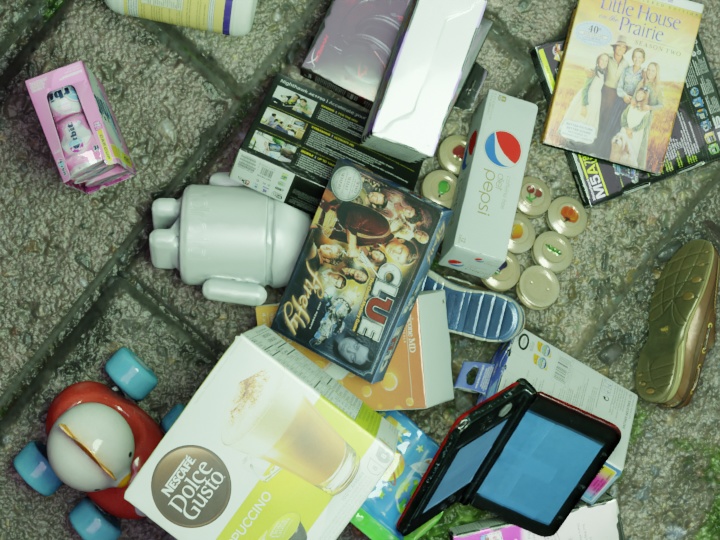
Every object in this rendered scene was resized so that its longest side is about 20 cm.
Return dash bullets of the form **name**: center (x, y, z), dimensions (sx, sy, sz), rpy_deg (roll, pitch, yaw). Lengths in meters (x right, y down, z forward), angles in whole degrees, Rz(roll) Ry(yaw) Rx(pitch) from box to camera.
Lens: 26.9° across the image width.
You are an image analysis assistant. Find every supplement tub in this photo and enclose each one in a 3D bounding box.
- **supplement tub**: center (-0.209, -0.350, 1.683), dimensions (0.198, 0.145, 0.147), rpy_deg (11, 90, -4)

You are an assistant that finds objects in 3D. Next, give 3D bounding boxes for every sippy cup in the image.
- **sippy cup**: center (0.026, 0.229, 1.707), dimensions (0.139, 0.178, 0.131), rpy_deg (37, 84, 20)

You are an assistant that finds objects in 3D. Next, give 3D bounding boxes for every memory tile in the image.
- **memory tile**: center (0.159, -0.057, 1.743), dimensions (0.199, 0.017, 0.154), rpy_deg (29, 67, -4)

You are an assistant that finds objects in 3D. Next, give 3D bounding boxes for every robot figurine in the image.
- **robot figurine**: center (-0.139, -0.038, 1.705), dimensions (0.197, 0.113, 0.171), rpy_deg (1, 65, -4)

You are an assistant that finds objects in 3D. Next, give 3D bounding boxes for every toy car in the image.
- **toy car**: center (-0.280, 0.206, 1.656), dimensions (0.184, 0.200, 0.177), rpy_deg (-45, 93, -2)

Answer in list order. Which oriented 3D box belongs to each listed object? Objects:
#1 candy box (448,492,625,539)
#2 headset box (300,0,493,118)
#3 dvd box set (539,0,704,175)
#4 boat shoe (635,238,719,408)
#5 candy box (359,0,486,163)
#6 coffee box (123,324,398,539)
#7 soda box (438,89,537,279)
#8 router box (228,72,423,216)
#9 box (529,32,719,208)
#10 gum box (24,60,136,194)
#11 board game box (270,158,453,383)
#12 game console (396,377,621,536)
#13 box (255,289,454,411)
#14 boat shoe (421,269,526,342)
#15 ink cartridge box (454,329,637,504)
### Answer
- **candy box**: center (0.212, 0.348, 1.754), dimensions (0.198, 0.061, 0.138), rpy_deg (-12, 91, -2)
- **headset box**: center (0.049, -0.251, 1.732), dimensions (0.198, 0.075, 0.150), rpy_deg (27, 89, -3)
- **dvd box set**: center (0.300, -0.224, 1.724), dimensions (0.145, 0.029, 0.202), rpy_deg (15, 91, -3)
- **boat shoe**: center (0.381, 0.065, 1.764), dimensions (0.067, 0.072, 0.202), rpy_deg (23, 80, -36)
- **candy box**: center (0.063, -0.206, 1.595), dimensions (0.071, 0.200, 0.170), rpy_deg (19, 91, -4)
- **coffee box**: center (-0.095, 0.194, 1.538), dimensions (0.197, 0.200, 0.200), rpy_deg (37, 93, 1)
- **soda box**: center (0.146, -0.098, 1.708), dimensions (0.063, 0.068, 0.202), rpy_deg (17, 69, -7)
- **router box**: center (-0.032, -0.125, 1.699), dimensions (0.198, 0.051, 0.150), rpy_deg (24, 45, -3)
- **box**: center (0.320, -0.199, 1.764), dimensions (0.191, 0.048, 0.202), rpy_deg (-21, 92, -1)
- **gum box**: center (-0.304, -0.154, 1.651), dimensions (0.065, 0.200, 0.115), rpy_deg (-21, 90, -3)
- **board game box**: center (0.000, 0.000, 1.607), dimensions (0.135, 0.035, 0.202), rpy_deg (26, 102, 19)
- **game console**: center (0.157, 0.227, 1.621), dimensions (0.119, 0.201, 0.172), rpy_deg (44, 43, 21)
- **box**: center (-0.006, 0.092, 1.685), dimensions (0.198, 0.097, 0.126), rpy_deg (-5, 91, 22)
- **boat shoe**: center (0.097, 0.041, 1.735), dimensions (0.198, 0.072, 0.073), rpy_deg (20, 93, 23)
- **ink cartridge box**: center (0.206, 0.155, 1.710), dimensions (0.199, 0.137, 0.077), rpy_deg (31, 128, -4)
